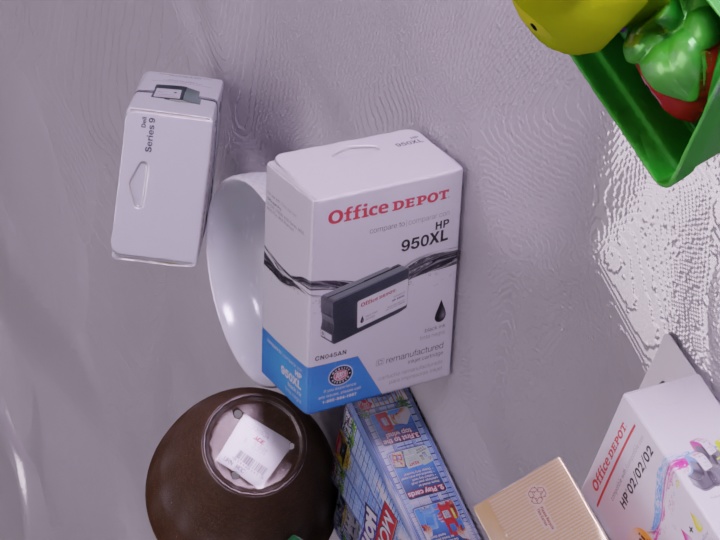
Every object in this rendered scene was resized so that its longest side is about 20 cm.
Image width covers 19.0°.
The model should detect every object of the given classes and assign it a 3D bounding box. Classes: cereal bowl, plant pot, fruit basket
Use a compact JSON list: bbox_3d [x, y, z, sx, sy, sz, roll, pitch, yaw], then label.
[{"bbox_3d":[-0.066,0.004,1.976,0.200,0.083,0.201,36,132,53],"label":"cereal bowl"},{"bbox_3d":[-0.101,0.182,1.956,0.200,0.186,0.188,109,142,-72],"label":"plant pot"},{"bbox_3d":[0.155,-0.167,1.326,0.216,0.215,0.156,60,149,31],"label":"fruit basket"}]

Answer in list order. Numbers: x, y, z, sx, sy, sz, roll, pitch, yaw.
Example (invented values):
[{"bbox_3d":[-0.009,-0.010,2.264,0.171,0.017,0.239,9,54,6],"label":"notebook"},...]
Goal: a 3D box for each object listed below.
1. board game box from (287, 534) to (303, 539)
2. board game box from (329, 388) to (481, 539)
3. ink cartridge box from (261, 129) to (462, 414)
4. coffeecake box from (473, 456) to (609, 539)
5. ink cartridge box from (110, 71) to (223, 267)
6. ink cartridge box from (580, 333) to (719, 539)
[{"bbox_3d":[0.017,0.323,1.896,0.199,0.029,0.135,25,147,38],"label":"board game box"},{"bbox_3d":[0.042,0.241,1.890,0.200,0.061,0.201,56,147,39],"label":"board game box"},{"bbox_3d":[0.000,0.000,1.772,0.084,0.144,0.201,41,136,49],"label":"ink cartridge box"},{"bbox_3d":[0.162,0.239,1.524,0.154,0.073,0.200,61,-178,26],"label":"coffeecake box"},{"bbox_3d":[-0.181,-0.098,2.048,0.200,0.084,0.147,-92,9,-75],"label":"ink cartridge box"},{"bbox_3d":[0.220,0.156,1.486,0.200,0.068,0.115,59,149,34],"label":"ink cartridge box"}]
